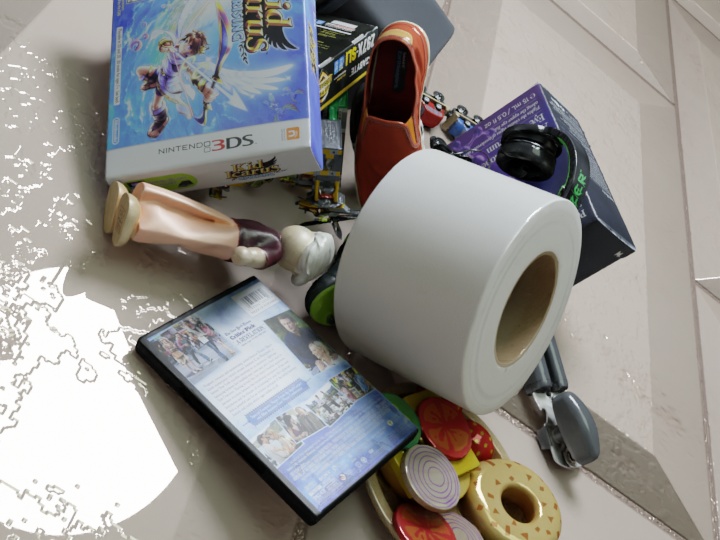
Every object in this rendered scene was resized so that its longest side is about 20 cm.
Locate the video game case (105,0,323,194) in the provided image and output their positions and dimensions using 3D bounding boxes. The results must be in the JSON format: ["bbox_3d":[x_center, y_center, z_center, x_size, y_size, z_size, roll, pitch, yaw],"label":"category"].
[{"bbox_3d":[-0.127,-0.170,0.928,0.045,0.180,0.202,63,22,-65],"label":"video game case"}]

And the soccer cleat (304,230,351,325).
[{"bbox_3d":[0.000,0.000,1.029,0.081,0.068,0.199,38,32,22],"label":"soccer cleat"}]

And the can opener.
[{"bbox_3d":[0.203,0.106,1.112,0.053,0.067,0.202,6,62,-40],"label":"can opener"}]

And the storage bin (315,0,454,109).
[{"bbox_3d":[0.006,-0.271,1.168,0.134,0.199,0.146,46,64,-19],"label":"storage bin"}]

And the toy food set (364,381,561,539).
[{"bbox_3d":[0.080,0.184,0.938,0.197,0.049,0.201,-11,65,-49],"label":"toy food set"}]

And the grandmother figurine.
[{"bbox_3d":[-0.110,-0.028,0.906,0.199,0.061,0.121,11,22,-29],"label":"grandmother figurine"}]

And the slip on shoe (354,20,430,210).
[{"bbox_3d":[0.027,-0.135,1.020,0.073,0.202,0.061,11,18,15],"label":"slip on shoe"}]

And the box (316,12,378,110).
[{"bbox_3d":[-0.104,-0.214,1.038,0.199,0.050,0.160,17,33,18],"label":"box"}]

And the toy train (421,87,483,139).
[{"bbox_3d":[0.083,-0.202,1.319,0.199,0.034,0.046,25,45,-27],"label":"toy train"}]

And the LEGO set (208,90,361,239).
[{"bbox_3d":[-0.075,-0.102,1.028,0.152,0.117,0.201,-1,34,-10],"label":"LEGO set"}]

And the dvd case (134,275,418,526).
[{"bbox_3d":[-0.065,0.096,0.855,0.200,0.018,0.142,42,40,15],"label":"dvd case"}]

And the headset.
[{"bbox_3d":[0.151,-0.102,1.118,0.094,0.124,0.200,29,1,-32],"label":"headset"}]

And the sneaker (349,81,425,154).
[{"bbox_3d":[0.032,-0.138,1.144,0.116,0.075,0.201,-105,173,-50],"label":"sneaker"}]

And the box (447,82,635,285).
[{"bbox_3d":[0.197,-0.081,1.207,0.104,0.148,0.201,28,36,-47],"label":"box"}]

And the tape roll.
[{"bbox_3d":[0.090,0.008,0.950,0.138,0.204,0.202,24,25,30],"label":"tape roll"}]
